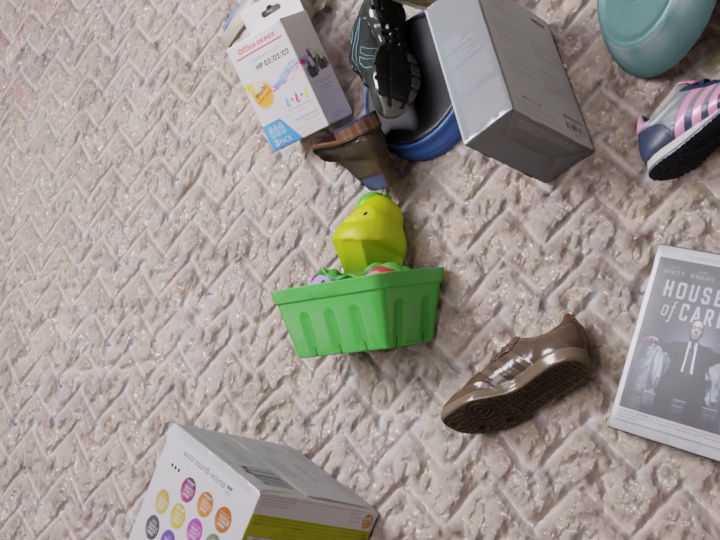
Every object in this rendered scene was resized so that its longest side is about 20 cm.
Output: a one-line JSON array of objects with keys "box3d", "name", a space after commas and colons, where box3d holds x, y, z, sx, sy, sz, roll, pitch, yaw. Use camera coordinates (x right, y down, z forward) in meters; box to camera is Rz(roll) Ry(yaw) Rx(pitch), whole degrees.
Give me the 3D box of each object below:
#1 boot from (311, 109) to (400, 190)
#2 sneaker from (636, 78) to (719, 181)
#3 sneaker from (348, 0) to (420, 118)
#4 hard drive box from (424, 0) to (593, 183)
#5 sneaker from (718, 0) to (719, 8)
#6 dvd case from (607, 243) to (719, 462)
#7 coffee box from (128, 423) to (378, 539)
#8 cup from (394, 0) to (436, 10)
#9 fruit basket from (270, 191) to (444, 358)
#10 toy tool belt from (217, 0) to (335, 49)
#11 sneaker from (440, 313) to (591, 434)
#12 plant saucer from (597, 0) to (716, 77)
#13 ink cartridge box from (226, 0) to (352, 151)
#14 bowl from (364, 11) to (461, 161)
[{"box3d": [-0.007, -0.143, 1.646, 0.098, 0.074, 0.200, 63, 165, -4], "name": "boot"}, {"box3d": [0.365, -0.179, 1.282, 0.200, 0.070, 0.083, -37, 54, 34], "name": "sneaker"}, {"box3d": [0.028, -0.272, 1.618, 0.079, 0.075, 0.202, -42, 42, 45], "name": "sneaker"}, {"box3d": [0.172, -0.221, 1.437, 0.077, 0.155, 0.202, -34, 53, 33], "name": "hard drive box"}, {"box3d": [0.422, -0.273, 1.273, 0.084, 0.076, 0.201, -63, 37, 31], "name": "sneaker"}, {"box3d": [0.342, 0.082, 1.253, 0.150, 0.025, 0.202, 13, 86, 46], "name": "dvd case"}, {"box3d": [-0.140, 0.331, 1.526, 0.199, 0.199, 0.200, 27, 96, 47], "name": "coffee box"}, {"box3d": [0.082, -0.412, 1.568, 0.199, 0.199, 0.145, 22, 95, 47], "name": "cup"}, {"box3d": [0.000, 0.000, 1.554, 0.214, 0.155, 0.218, 4, 96, 43], "name": "fruit basket"}, {"box3d": [-0.132, -0.397, 1.834, 0.200, 0.124, 0.123, -51, 55, 19], "name": "toy tool belt"}, {"box3d": [0.176, 0.119, 1.393, 0.199, 0.070, 0.076, -29, 38, 32], "name": "sneaker"}, {"box3d": [0.318, -0.316, 1.362, 0.200, 0.036, 0.202, -26, 61, 60], "name": "plant saucer"}, {"box3d": [-0.108, -0.283, 1.733, 0.114, 0.068, 0.202, -20, 98, 39], "name": "ink cartridge box"}, {"box3d": [0.083, -0.245, 1.620, 0.199, 0.039, 0.203, -18, 64, 41], "name": "bowl"}]
